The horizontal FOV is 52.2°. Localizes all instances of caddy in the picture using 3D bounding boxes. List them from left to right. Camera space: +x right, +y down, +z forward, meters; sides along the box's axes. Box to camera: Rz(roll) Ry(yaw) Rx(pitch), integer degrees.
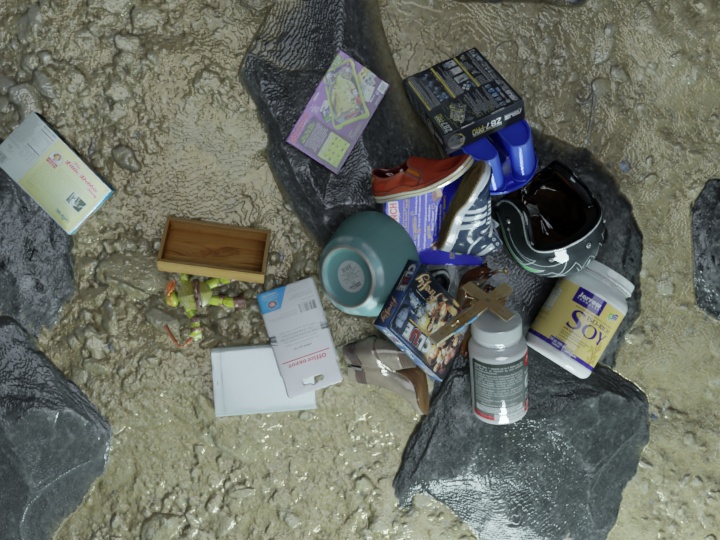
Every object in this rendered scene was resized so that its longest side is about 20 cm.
[{"bbox_3d":[0.242,-0.226,1.362,0.139,0.202,0.106,-24,138,-1],"label":"caddy"}]

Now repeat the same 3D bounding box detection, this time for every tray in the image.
[{"bbox_3d":[-0.272,-0.038,1.378,0.196,0.037,0.100,8,58,-7],"label":"tray"}]

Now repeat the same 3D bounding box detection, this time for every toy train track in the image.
[{"bbox_3d":[0.202,0.086,1.340,0.198,0.114,0.033,-31,141,-27],"label":"toy train track"}]

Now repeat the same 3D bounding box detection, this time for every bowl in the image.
[{"bbox_3d":[0.000,0.000,1.347,0.198,0.104,0.205,9,108,30],"label":"bowl"}]

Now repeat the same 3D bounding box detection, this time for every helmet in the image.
[{"bbox_3d":[0.356,-0.083,1.371,0.199,0.200,0.192,-35,88,-2],"label":"helmet"}]

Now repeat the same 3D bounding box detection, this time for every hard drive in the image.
[{"bbox_3d":[-0.188,0.210,1.435,0.195,0.026,0.135,-4,95,-4],"label":"hard drive"}]

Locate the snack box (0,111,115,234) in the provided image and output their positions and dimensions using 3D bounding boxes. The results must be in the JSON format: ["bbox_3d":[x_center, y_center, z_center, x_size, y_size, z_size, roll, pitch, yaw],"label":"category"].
[{"bbox_3d":[-0.568,-0.179,1.360,0.116,0.037,0.200,-44,97,0],"label":"snack box"}]

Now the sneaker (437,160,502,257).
[{"bbox_3d":[0.220,-0.104,1.315,0.106,0.071,0.202,14,134,-10],"label":"sneaker"}]

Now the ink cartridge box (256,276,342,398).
[{"bbox_3d":[-0.113,0.128,1.392,0.114,0.067,0.204,-17,83,-5],"label":"ink cartridge box"}]

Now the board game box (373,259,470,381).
[{"bbox_3d":[0.119,0.094,1.341,0.200,0.034,0.137,44,69,-39],"label":"board game box"}]

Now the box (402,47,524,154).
[{"bbox_3d":[0.186,-0.317,1.350,0.159,0.202,0.050,-24,138,-4],"label":"box"}]

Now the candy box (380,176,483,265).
[{"bbox_3d":[0.136,-0.100,1.414,0.195,0.077,0.173,1,96,-7],"label":"candy box"}]

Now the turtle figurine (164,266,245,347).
[{"bbox_3d":[-0.302,0.034,1.387,0.158,0.064,0.204,-10,84,-12],"label":"turtle figurine"}]

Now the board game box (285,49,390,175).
[{"bbox_3d":[-0.043,-0.301,1.405,0.119,0.032,0.202,32,90,-11],"label":"board game box"}]

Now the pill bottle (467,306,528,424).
[{"bbox_3d":[0.263,0.180,1.401,0.111,0.114,0.204,-9,117,-5],"label":"pill bottle"}]

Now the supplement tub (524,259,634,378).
[{"bbox_3d":[0.425,0.089,1.422,0.144,0.145,0.202,30,92,-7],"label":"supplement tub"}]

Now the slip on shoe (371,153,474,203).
[{"bbox_3d":[0.105,-0.173,1.302,0.197,0.074,0.062,-12,113,26],"label":"slip on shoe"}]

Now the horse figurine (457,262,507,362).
[{"bbox_3d":[0.239,0.073,1.439,0.130,0.050,0.203,-14,113,13],"label":"horse figurine"}]

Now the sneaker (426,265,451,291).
[{"bbox_3d":[0.116,0.079,1.427,0.073,0.080,0.203,23,94,-9],"label":"sneaker"}]

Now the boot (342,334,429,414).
[{"bbox_3d":[0.049,0.205,1.430,0.143,0.071,0.203,-3,126,19],"label":"boot"}]
